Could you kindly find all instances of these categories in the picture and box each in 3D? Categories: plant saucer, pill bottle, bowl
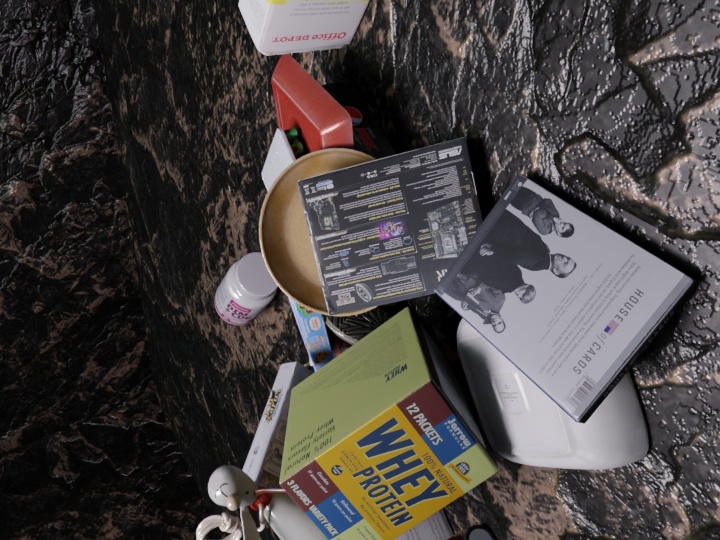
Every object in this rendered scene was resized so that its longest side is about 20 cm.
[{"bbox_3d":[-0.067,-0.163,0.821,0.201,0.036,0.202,53,157,39],"label":"plant saucer"},{"bbox_3d":[-0.026,-0.047,0.741,0.035,0.197,0.204,-44,-59,-79],"label":"plant saucer"},{"bbox_3d":[-0.245,0.040,1.305,0.200,0.112,0.115,-41,69,59],"label":"pill bottle"},{"bbox_3d":[0.182,0.119,0.640,0.199,0.074,0.203,-27,80,62],"label":"bowl"}]

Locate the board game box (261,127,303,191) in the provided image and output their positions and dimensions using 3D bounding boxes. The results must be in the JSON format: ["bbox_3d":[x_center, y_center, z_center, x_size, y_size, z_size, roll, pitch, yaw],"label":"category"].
[{"bbox_3d":[-0.083,-0.081,0.868,0.203,0.026,0.200,67,162,2],"label":"board game box"}]

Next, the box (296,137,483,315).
[{"bbox_3d":[0.041,-0.048,0.690,0.044,0.197,0.163,-45,-59,-78],"label":"box"}]

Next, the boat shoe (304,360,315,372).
[{"bbox_3d":[-0.060,0.187,1.110,0.201,0.060,0.073,-40,70,59],"label":"boat shoe"}]

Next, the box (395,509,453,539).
[{"bbox_3d":[0.044,0.473,0.958,0.202,0.169,0.199,65,150,14],"label":"box"}]

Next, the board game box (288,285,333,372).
[{"bbox_3d":[-0.086,0.045,0.891,0.202,0.036,0.152,82,166,-50],"label":"board game box"}]

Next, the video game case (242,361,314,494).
[{"bbox_3d":[-0.059,0.257,0.835,0.045,0.183,0.199,-18,133,42],"label":"video game case"}]

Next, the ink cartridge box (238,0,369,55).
[{"bbox_3d":[-0.055,-0.370,0.729,0.084,0.143,0.200,65,150,15],"label":"ink cartridge box"}]

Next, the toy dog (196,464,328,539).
[{"bbox_3d":[-0.086,0.303,0.701,0.096,0.197,0.134,39,112,60],"label":"toy dog"}]

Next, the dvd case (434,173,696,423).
[{"bbox_3d":[0.176,0.017,0.561,0.151,0.025,0.200,-54,48,9],"label":"dvd case"}]

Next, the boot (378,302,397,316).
[{"bbox_3d":[0.001,0.000,0.895,0.164,0.065,0.202,37,141,30],"label":"boot"}]

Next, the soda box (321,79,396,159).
[{"bbox_3d":[-0.005,-0.163,0.821,0.202,0.070,0.064,61,151,20],"label":"soda box"}]

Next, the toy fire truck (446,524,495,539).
[{"bbox_3d":[0.127,0.450,0.772,0.177,0.197,0.130,51,144,35],"label":"toy fire truck"}]

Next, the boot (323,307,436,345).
[{"bbox_3d":[0.012,0.142,0.894,0.180,0.073,0.201,26,142,3],"label":"boot"}]

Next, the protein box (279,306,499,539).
[{"bbox_3d":[0.027,0.184,0.712,0.136,0.197,0.200,52,-172,-15],"label":"protein box"}]

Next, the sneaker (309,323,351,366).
[{"bbox_3d":[-0.056,0.104,1.061,0.201,0.083,0.076,-111,13,-65],"label":"sneaker"}]
